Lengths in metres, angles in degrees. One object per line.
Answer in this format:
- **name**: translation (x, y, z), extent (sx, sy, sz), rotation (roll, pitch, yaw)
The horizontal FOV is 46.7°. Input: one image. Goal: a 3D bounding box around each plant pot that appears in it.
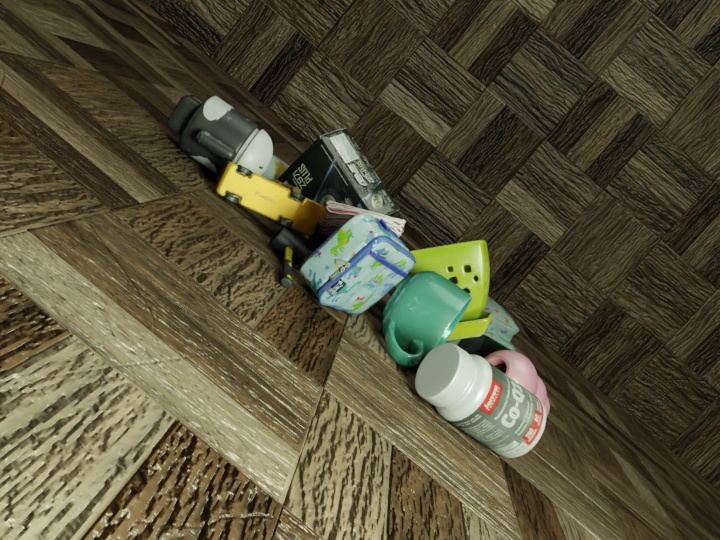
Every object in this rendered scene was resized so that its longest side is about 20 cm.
- **plant pot**: translation (0.160, 0.043, 1.627), extent (0.199, 0.199, 0.182), rotation (-5, 85, -79)

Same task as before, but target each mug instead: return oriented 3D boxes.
- **mug**: translation (0.104, 0.077, 1.452), extent (0.114, 0.152, 0.185), rotation (35, 9, 12)

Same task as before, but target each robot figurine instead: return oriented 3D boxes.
- **robot figurine**: translation (-0.263, -0.247, 1.574), extent (0.200, 0.125, 0.150), rotation (34, 51, -7)

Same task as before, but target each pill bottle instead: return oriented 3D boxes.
- **pill bottle**: translation (0.189, 0.204, 1.314), extent (0.200, 0.114, 0.114), rotation (36, 10, -27)

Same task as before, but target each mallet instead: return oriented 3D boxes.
- **mallet**: translation (-0.111, -0.009, 1.365), extent (0.066, 0.041, 0.200), rotation (39, 14, -23)

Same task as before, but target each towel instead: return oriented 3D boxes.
- **towel**: translation (-0.003, -0.071, 1.527), extent (0.146, 0.030, 0.200), rotation (15, -15, -4)

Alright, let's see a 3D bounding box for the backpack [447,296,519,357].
- **backpack**: translation (0.229, 0.116, 1.804), extent (0.176, 0.154, 0.200), rotation (24, 10, -45)

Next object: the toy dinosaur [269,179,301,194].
- **toy dinosaur**: translation (-0.180, -0.160, 1.654), extent (0.200, 0.060, 0.106), rotation (15, -40, 31)

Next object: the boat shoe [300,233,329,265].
- **boat shoe**: translation (-0.065, -0.030, 1.561), extent (0.075, 0.062, 0.200), rotation (41, 8, 15)

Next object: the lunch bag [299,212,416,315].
- **lunch bag**: translation (0.001, -0.008, 1.380), extent (0.083, 0.161, 0.200), rotation (50, 7, 22)

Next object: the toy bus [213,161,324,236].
- **toy bus**: translation (-0.167, -0.131, 1.518), extent (0.200, 0.065, 0.078), rotation (24, 3, -21)

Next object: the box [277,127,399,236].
- **box**: translation (-0.046, -0.153, 1.665), extent (0.086, 0.164, 0.200), rotation (-29, 84, -47)

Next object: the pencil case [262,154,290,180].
- **pencil case**: translation (-0.201, -0.201, 1.757), extent (0.200, 0.091, 0.083), rotation (29, 55, -48)

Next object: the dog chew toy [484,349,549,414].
- **dog chew toy**: translation (0.306, 0.241, 1.631), extent (0.200, 0.125, 0.125), rotation (44, 5, -40)
